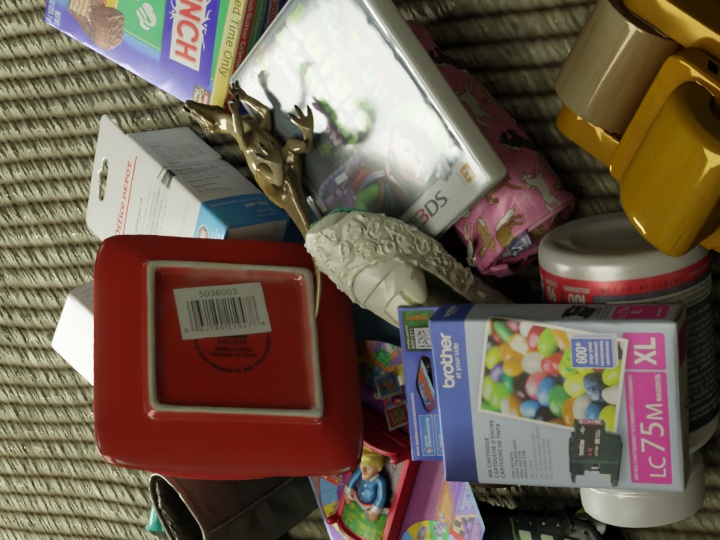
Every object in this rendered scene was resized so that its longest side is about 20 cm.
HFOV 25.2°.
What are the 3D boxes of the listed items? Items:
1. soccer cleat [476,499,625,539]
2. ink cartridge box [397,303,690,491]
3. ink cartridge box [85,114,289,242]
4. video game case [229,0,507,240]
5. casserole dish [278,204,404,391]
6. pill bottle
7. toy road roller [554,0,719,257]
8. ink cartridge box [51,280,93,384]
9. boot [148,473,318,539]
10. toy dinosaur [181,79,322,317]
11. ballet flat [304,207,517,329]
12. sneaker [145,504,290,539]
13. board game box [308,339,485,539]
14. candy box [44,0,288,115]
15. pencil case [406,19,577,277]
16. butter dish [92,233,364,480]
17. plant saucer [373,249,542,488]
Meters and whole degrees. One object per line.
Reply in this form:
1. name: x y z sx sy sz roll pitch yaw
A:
1. soccer cleat: 0.156 0.211 1.256 0.198 0.067 0.082 23 106 24
2. ink cartridge box: 0.118 0.083 1.076 0.197 0.042 0.121 1 108 22
3. ink cartridge box: -0.150 -0.042 1.353 0.200 0.067 0.117 41 128 38
4. video game case: -0.001 -0.105 1.163 0.201 0.023 0.182 56 141 8
5. casserole dish: 0.000 0.000 1.269 0.121 0.039 0.201 -51 57 33
6. pill bottle: 0.191 0.070 1.132 0.118 0.119 0.203 4 110 35
7. toy road roller: 0.205 -0.093 1.043 0.199 0.146 0.124 39 125 17
8. ink cartridge box: -0.152 0.084 1.381 0.199 0.116 0.068 40 127 16
9. boot: -0.056 0.200 1.311 0.182 0.199 0.073 52 128 7
10. toy dinosaur: -0.060 -0.073 1.202 0.201 0.058 0.101 55 157 20
11. ballet flat: 0.049 0.021 1.145 0.199 0.072 0.072 28 135 -31
12. sneaker: -0.133 0.247 1.459 0.119 0.083 0.203 -4 97 32
13. board game box: 0.005 0.157 1.229 0.157 0.039 0.202 -25 83 41
14. candy box: -0.149 -0.239 1.290 0.199 0.077 0.171 30 122 22
15. pencil case: 0.068 -0.091 1.183 0.201 0.086 0.083 51 136 13
16. butter dish: -0.108 0.088 1.231 0.148 0.197 0.202 111 158 -55
17. plant saucer: 0.077 0.085 1.277 0.198 0.037 0.203 14 115 31
